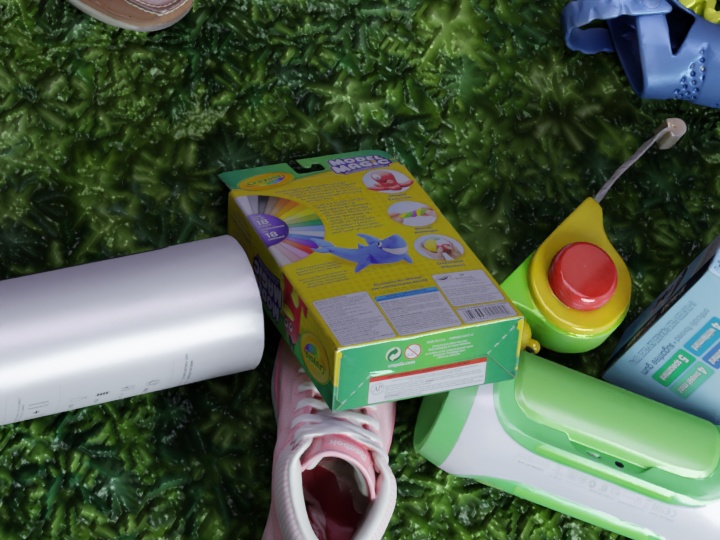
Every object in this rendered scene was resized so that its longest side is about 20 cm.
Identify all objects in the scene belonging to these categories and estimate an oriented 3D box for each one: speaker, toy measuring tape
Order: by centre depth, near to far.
[{"bbox_3d":[-0.156,0.037,1.461,0.199,0.081,0.082,-12,71,-21],"label":"speaker"},{"bbox_3d":[0.135,0.105,1.521,0.199,0.088,0.089,21,63,-8],"label":"speaker"},{"bbox_3d":[0.151,-0.009,1.584,0.074,0.074,0.200,44,63,4],"label":"toy measuring tape"}]

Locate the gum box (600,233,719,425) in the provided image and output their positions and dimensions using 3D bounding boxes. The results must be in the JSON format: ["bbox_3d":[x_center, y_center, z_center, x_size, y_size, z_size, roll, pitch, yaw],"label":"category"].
[{"bbox_3d":[0.260,0.070,1.526,0.199,0.170,0.045,33,61,-1],"label":"gum box"}]

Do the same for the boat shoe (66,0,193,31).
[{"bbox_3d":[-0.176,-0.226,1.573,0.200,0.072,0.076,44,62,5],"label":"boat shoe"}]

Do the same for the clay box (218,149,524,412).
[{"bbox_3d":[0.000,0.000,1.505,0.114,0.048,0.200,-9,34,-20],"label":"clay box"}]

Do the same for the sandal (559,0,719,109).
[{"bbox_3d":[0.202,-0.135,1.655,0.200,0.080,0.087,39,65,11],"label":"sandal"}]

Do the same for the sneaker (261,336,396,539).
[{"bbox_3d":[-0.011,0.090,1.471,0.075,0.105,0.201,13,63,-9],"label":"sneaker"}]
